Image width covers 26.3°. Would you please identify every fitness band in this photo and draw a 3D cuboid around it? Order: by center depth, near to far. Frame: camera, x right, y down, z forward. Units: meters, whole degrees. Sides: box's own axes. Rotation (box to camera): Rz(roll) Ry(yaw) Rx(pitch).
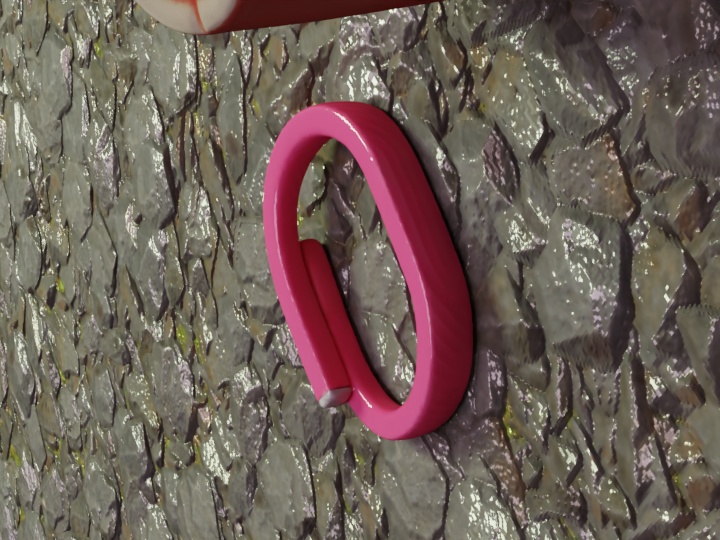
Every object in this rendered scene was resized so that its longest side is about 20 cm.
[{"bbox_3d":[0.000,0.000,0.883,0.144,0.037,0.202,-50,56,51],"label":"fitness band"}]

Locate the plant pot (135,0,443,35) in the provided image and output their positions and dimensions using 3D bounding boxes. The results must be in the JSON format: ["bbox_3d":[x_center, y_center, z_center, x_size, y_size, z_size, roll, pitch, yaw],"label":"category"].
[{"bbox_3d":[-0.025,-0.202,0.700,0.200,0.176,0.202,35,139,38],"label":"plant pot"}]
